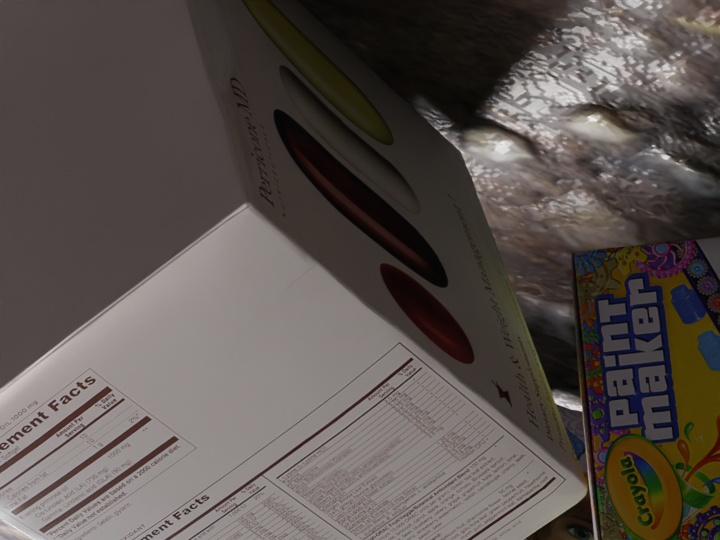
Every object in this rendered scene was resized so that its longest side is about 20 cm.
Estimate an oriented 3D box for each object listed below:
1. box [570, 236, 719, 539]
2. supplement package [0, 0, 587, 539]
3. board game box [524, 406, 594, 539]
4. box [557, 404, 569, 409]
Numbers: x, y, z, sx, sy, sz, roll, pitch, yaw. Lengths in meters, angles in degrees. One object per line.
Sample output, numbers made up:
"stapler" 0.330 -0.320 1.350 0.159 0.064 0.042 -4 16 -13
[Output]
"box" 0.182 0.078 0.997 0.191 0.123 0.200 -6 155 5
"supplement package" -0.051 0.005 0.936 0.147 0.192 0.200 -36 133 16
"board game box" 0.120 0.147 1.148 0.198 0.200 0.041 10 131 -18
"box" 0.086 0.133 1.220 0.199 0.160 0.050 22 131 -1
